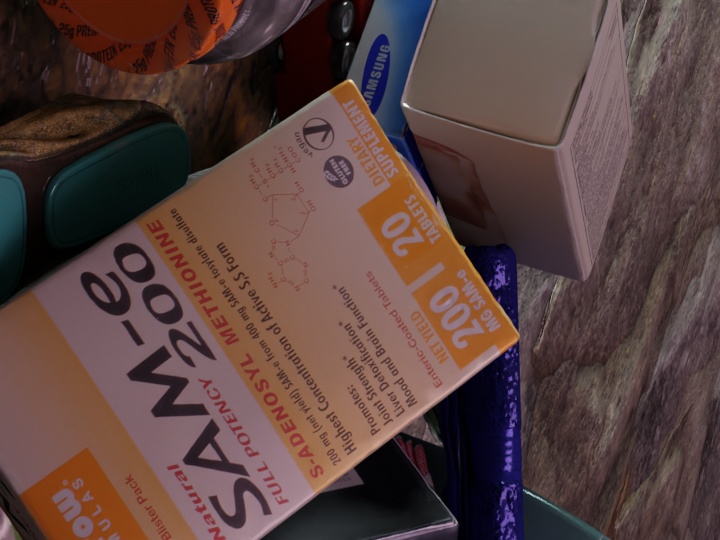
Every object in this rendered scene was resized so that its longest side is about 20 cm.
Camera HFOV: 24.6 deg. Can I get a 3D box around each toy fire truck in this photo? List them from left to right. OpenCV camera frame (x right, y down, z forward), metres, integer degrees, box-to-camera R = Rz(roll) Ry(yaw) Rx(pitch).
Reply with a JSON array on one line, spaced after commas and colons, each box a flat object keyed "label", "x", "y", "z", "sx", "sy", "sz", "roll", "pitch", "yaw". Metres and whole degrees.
[{"label": "toy fire truck", "x": -0.003, "y": -0.156, "z": 0.909, "sx": 0.141, "sy": 0.048, "sz": 0.201, "roll": -56, "pitch": 151, "yaw": -44}]

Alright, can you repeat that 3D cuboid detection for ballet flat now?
[{"label": "ballet flat", "x": -0.144, "y": -0.025, "z": 0.631, "sx": 0.200, "sy": 0.070, "sz": 0.071, "roll": -32, "pitch": 132, "yaw": -55}]

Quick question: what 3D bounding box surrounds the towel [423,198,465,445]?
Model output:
[{"label": "towel", "x": 0.051, "y": -0.015, "z": 1.010, "sx": 0.153, "sy": 0.023, "sz": 0.202, "roll": 67, "pitch": 27, "yaw": -62}]

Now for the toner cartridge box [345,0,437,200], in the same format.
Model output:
[{"label": "toner cartridge box", "x": 0.044, "y": -0.146, "z": 0.906, "sx": 0.095, "sy": 0.043, "sz": 0.202, "roll": 59, "pitch": 47, "yaw": -65}]

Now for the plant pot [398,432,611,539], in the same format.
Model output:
[{"label": "plant pot", "x": 0.059, "y": 0.191, "z": 1.063, "sx": 0.141, "sy": 0.198, "sz": 0.143, "roll": 40, "pitch": 67, "yaw": -66}]

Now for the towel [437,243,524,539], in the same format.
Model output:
[{"label": "towel", "x": 0.066, "y": 0.092, "z": 0.929, "sx": 0.148, "sy": 0.049, "sz": 0.202, "roll": 64, "pitch": 25, "yaw": -82}]

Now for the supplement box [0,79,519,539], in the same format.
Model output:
[{"label": "supplement box", "x": -0.055, "y": 0.034, "z": 0.640, "sx": 0.199, "sy": 0.127, "sz": 0.073, "roll": -36, "pitch": -177, "yaw": -21}]

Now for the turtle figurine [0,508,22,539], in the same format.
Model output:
[{"label": "turtle figurine", "x": -0.134, "y": 0.185, "z": 0.640, "sx": 0.144, "sy": 0.199, "sz": 0.195, "roll": 40, "pitch": 35, "yaw": -26}]

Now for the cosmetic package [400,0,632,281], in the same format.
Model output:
[{"label": "cosmetic package", "x": 0.089, "y": -0.080, "z": 0.882, "sx": 0.200, "sy": 0.086, "sz": 0.104, "roll": 62, "pitch": 46, "yaw": -68}]

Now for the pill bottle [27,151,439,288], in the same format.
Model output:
[{"label": "pill bottle", "x": -0.056, "y": 0.007, "z": 0.780, "sx": 0.199, "sy": 0.113, "sz": 0.115, "roll": -25, "pitch": 126, "yaw": -51}]

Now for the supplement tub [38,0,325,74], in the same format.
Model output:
[{"label": "supplement tub", "x": -0.049, "y": -0.165, "z": 0.699, "sx": 0.200, "sy": 0.121, "sz": 0.124, "roll": -48, "pitch": 145, "yaw": -50}]

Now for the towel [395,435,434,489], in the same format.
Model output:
[{"label": "towel", "x": 0.023, "y": 0.208, "z": 0.897, "sx": 0.147, "sy": 0.030, "sz": 0.202, "roll": 112, "pitch": -30, "yaw": -57}]

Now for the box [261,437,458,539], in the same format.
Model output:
[{"label": "box", "x": -0.036, "y": 0.172, "z": 0.840, "sx": 0.106, "sy": 0.149, "sz": 0.202, "roll": -9, "pitch": 124, "yaw": -23}]
